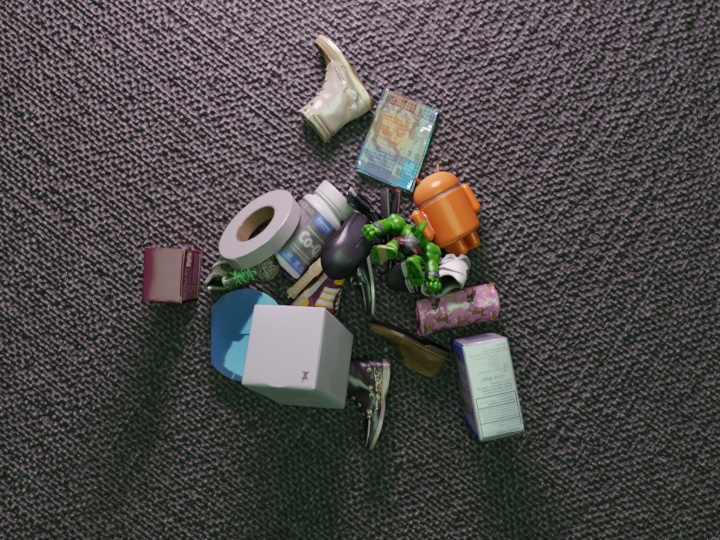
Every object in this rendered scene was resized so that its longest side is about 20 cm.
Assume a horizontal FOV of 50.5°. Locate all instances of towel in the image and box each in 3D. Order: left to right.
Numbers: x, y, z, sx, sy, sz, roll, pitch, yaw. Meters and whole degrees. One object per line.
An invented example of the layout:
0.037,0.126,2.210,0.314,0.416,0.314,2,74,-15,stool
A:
0.084,-0.295,1.740,0.143,0.022,0.205,20,89,-3,towel

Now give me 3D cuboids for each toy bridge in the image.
-0.095,-0.007,1.681,0.027,0.067,0.200,43,105,-3,toy bridge

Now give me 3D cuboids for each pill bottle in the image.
-0.113,-0.093,1.684,0.114,0.114,0.200,43,89,-1,pill bottle

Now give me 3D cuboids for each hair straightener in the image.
0.048,-0.085,1.720,0.075,0.041,0.206,3,96,-34,hair straightener

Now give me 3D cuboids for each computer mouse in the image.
-0.013,-0.069,1.613,0.139,0.052,0.202,45,60,-22,computer mouse

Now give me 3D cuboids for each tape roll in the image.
-0.218,-0.089,1.643,0.202,0.203,0.037,-40,124,-1,tape roll

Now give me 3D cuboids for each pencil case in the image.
0.216,0.089,1.713,0.194,0.083,0.089,-11,72,-3,pencil case

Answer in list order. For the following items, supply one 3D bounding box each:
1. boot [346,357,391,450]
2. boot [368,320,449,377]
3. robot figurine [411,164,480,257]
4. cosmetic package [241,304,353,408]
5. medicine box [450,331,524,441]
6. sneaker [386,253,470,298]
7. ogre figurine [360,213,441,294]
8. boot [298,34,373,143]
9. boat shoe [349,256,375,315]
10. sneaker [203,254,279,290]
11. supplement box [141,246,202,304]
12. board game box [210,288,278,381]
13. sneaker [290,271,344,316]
-0.014,0.287,1.705,0.146,0.073,0.206,11,85,-3,boot
0.099,0.176,1.717,0.196,0.074,0.077,26,99,-4,boot
0.192,-0.131,1.697,0.141,0.117,0.204,-27,92,12,robot figurine
-0.125,0.184,1.600,0.163,0.200,0.171,2,71,18,cosmetic package
0.272,0.246,1.663,0.100,0.182,0.206,-10,90,-2,medicine box
0.142,0.022,1.676,0.195,0.090,0.075,-13,127,26,sneaker
0.102,-0.046,1.619,0.196,0.120,0.100,24,130,13,ogre figurine
-0.082,-0.407,1.711,0.153,0.072,0.202,-36,91,0,boot
0.000,0.000,1.708,0.059,0.074,0.206,-6,87,-2,boat shoe
-0.260,0.013,1.651,0.196,0.089,0.078,-16,109,32,sneaker
-0.399,0.009,1.627,0.083,0.200,0.114,4,90,-2,supplement box
-0.257,0.144,1.716,0.153,0.039,0.206,-1,87,4,board game box
-0.064,0.048,1.692,0.199,0.075,0.090,-41,97,24,sneaker
